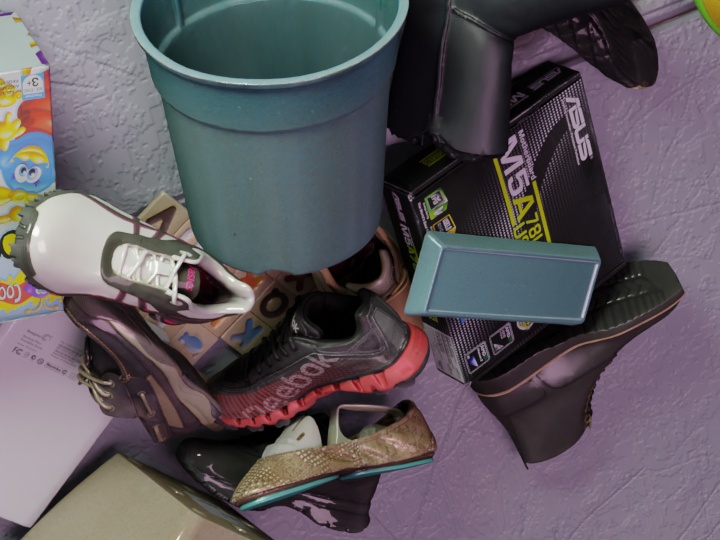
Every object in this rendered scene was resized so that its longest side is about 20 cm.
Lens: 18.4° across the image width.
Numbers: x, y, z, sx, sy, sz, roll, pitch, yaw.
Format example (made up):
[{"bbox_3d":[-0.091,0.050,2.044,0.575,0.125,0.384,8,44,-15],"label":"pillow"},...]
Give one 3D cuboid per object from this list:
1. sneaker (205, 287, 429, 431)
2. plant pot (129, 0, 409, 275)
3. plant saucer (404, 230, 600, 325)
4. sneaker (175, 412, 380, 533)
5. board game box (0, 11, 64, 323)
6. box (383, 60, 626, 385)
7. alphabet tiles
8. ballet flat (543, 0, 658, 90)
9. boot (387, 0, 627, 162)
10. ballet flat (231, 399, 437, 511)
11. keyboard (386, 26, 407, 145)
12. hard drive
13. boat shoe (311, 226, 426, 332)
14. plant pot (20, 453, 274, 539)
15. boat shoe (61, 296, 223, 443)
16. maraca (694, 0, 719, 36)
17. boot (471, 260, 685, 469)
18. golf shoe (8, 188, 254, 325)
[{"bbox_3d":[-0.050,0.066,1.776,0.200,0.071,0.098,-18,130,22],"label":"sneaker"},{"bbox_3d":[-0.061,-0.115,1.641,0.200,0.200,0.196,-16,130,-15],"label":"plant pot"},{"bbox_3d":[0.120,0.010,1.790,0.200,0.019,0.070,4,106,-43],"label":"plant saucer"},{"bbox_3d":[-0.066,0.157,1.868,0.200,0.076,0.091,16,101,-37],"label":"sneaker"},{"bbox_3d":[-0.281,-0.071,1.613,0.103,0.105,0.200,-10,122,-19],"label":"board game box"},{"bbox_3d":[0.121,-0.038,1.812,0.193,0.047,0.200,-34,127,-23],"label":"box"},{"bbox_3d":[-0.125,0.025,1.796,0.167,0.008,0.200,-46,126,6],"label":"alphabet tiles"},{"bbox_3d":[0.171,-0.205,1.777,0.200,0.057,0.067,33,59,-36],"label":"ballet flat"},{"bbox_3d":[0.114,-0.165,1.679,0.076,0.200,0.168,-23,120,-61],"label":"boot"},{"bbox_3d":[-0.027,0.146,1.821,0.200,0.070,0.065,-11,84,-38],"label":"ballet flat"},{"bbox_3d":[0.014,-0.186,1.736,0.056,0.011,0.200,-16,123,-21],"label":"keyboard"},{"bbox_3d":[-0.261,0.103,1.764,0.132,0.027,0.200,28,106,-33],"label":"hard drive"},{"bbox_3d":[0.000,0.000,1.795,0.074,0.066,0.200,-48,126,-3],"label":"boat shoe"},{"bbox_3d":[-0.165,0.268,1.808,0.200,0.200,0.177,31,88,-40],"label":"plant pot"},{"bbox_3d":[-0.177,0.081,1.712,0.073,0.075,0.200,-40,139,0],"label":"boat shoe"},{"bbox_3d":[0.339,-0.234,1.789,0.137,0.107,0.200,-44,126,4],"label":"maraca"},{"bbox_3d":[0.201,0.083,1.940,0.200,0.078,0.138,-24,130,7],"label":"boot"},{"bbox_3d":[-0.162,-0.009,1.599,0.200,0.088,0.077,18,82,-48],"label":"golf shoe"}]
